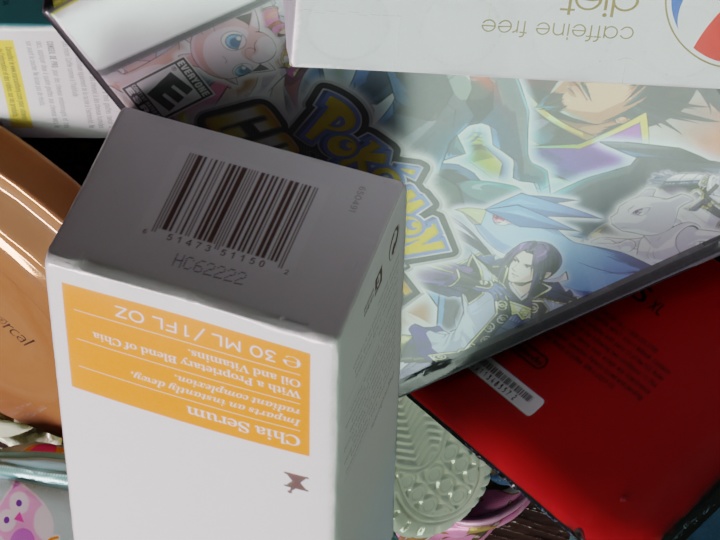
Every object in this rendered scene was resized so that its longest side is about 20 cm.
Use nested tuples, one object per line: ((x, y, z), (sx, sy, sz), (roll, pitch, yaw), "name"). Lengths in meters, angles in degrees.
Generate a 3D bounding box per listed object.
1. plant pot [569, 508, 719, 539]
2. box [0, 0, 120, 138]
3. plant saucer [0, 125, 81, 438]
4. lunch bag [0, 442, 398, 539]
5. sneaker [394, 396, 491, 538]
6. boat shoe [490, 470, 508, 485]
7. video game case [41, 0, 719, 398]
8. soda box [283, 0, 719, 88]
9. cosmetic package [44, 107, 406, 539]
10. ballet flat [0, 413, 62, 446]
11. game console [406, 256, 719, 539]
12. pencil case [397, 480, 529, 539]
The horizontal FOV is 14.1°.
((0.170, 0.089, 1.191), (0.141, 0.201, 0.141), (18, 155, -6), "plant pot")
((-0.029, -0.084, 0.998), (0.199, 0.049, 0.082), (0, 156, 0), "box")
((-0.145, 0.002, 1.095), (0.200, 0.032, 0.201), (29, 155, 15), "plant saucer")
((-0.066, 0.119, 1.197), (0.159, 0.078, 0.200), (5, 173, 10), "lunch bag")
((-0.001, 0.001, 1.162), (0.076, 0.111, 0.201), (-24, 129, -21), "sneaker")
((0.064, 0.025, 1.238), (0.072, 0.073, 0.200), (10, 145, -11), "boat shoe")
((0.026, -0.057, 0.949), (0.180, 0.026, 0.200), (-25, 124, 21), "video game case")
((0.078, -0.098, 0.857), (0.199, 0.064, 0.068), (3, 126, -5), "soda box")
((-0.044, 0.046, 0.984), (0.101, 0.071, 0.201), (15, 143, 12), "cosmetic package")
((-0.188, 0.031, 1.248), (0.071, 0.072, 0.200), (-16, 151, 32), "ballet flat")
((0.119, 0.033, 1.052), (0.200, 0.172, 0.119), (38, 168, 50), "game console")
((0.026, 0.116, 1.420), (0.086, 0.083, 0.200), (5, 157, -13), "pencil case")
